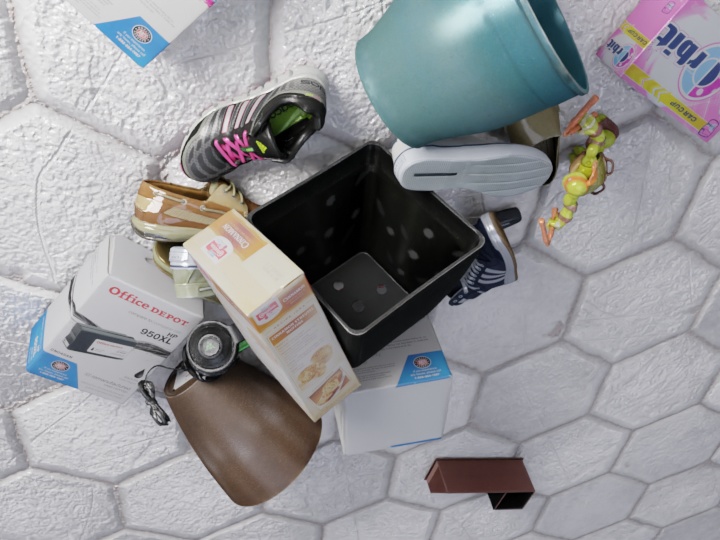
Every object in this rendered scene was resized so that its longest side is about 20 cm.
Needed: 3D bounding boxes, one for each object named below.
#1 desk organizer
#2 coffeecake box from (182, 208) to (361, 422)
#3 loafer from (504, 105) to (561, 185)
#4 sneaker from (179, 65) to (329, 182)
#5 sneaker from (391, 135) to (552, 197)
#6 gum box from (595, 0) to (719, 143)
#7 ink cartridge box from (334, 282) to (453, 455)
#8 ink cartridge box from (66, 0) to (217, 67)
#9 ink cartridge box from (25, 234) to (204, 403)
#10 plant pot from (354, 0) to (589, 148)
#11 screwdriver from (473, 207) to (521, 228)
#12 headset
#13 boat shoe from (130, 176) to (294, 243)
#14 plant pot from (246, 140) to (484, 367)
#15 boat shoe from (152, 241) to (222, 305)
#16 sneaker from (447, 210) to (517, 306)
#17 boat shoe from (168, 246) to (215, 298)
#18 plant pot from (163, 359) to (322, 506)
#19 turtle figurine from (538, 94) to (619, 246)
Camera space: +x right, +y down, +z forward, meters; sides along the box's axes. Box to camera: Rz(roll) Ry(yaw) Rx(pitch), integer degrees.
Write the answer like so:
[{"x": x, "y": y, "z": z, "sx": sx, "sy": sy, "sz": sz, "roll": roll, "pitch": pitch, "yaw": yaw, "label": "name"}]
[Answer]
[{"x": 0.236, "y": 0.423, "z": 1.415, "sx": 0.199, "sy": 0.077, "sz": 0.072, "roll": 5, "pitch": 129, "yaw": -19, "label": "desk organizer"}, {"x": -0.096, "y": 0.052, "z": 0.801, "sx": 0.073, "sy": 0.153, "sz": 0.200, "roll": -37, "pitch": 136, "yaw": -14, "label": "coffeecake box"}, {"x": 0.212, "y": -0.185, "z": 0.878, "sx": 0.076, "sy": 0.068, "sz": 0.200, "roll": -25, "pitch": 132, "yaw": 8, "label": "loafer"}, {"x": -0.119, "y": -0.152, "z": 0.804, "sx": 0.199, "sy": 0.088, "sz": 0.074, "roll": -28, "pitch": 132, "yaw": 10, "label": "sneaker"}, {"x": 0.132, "y": -0.136, "z": 0.847, "sx": 0.199, "sy": 0.071, "sz": 0.073, "roll": 2, "pitch": 139, "yaw": -19, "label": "sneaker"}, {"x": 0.401, "y": -0.250, "z": 0.872, "sx": 0.199, "sy": 0.066, "sz": 0.114, "roll": 22, "pitch": 121, "yaw": -30, "label": "gum box"}, {"x": 0.027, "y": 0.128, "z": 1.015, "sx": 0.146, "sy": 0.201, "sz": 0.145, "roll": -8, "pitch": 134, "yaw": -9, "label": "ink cartridge box"}, {"x": -0.178, "y": -0.304, "z": 0.667, "sx": 0.200, "sy": 0.067, "sz": 0.116, "roll": -35, "pitch": 131, "yaw": 16, "label": "ink cartridge box"}, {"x": -0.322, "y": 0.069, "z": 0.946, "sx": 0.144, "sy": 0.084, "sz": 0.200, "roll": 30, "pitch": 117, "yaw": -35, "label": "ink cartridge box"}, {"x": 0.103, "y": -0.228, "z": 0.738, "sx": 0.187, "sy": 0.201, "sz": 0.200, "roll": -25, "pitch": 134, "yaw": 28, "label": "plant pot"}, {"x": 0.130, "y": -0.048, "z": 1.001, "sx": 0.199, "sy": 0.028, "sz": 0.029, "roll": -18, "pitch": 162, "yaw": -3, "label": "screwdriver"}, {"x": -0.192, "y": 0.120, "z": 0.940, "sx": 0.199, "sy": 0.094, "sz": 0.124, "roll": -25, "pitch": 172, "yaw": -25, "label": "headset"}, {"x": -0.173, "y": -0.074, "z": 0.869, "sx": 0.199, "sy": 0.076, "sz": 0.074, "roll": 0, "pitch": 111, "yaw": -23, "label": "boat shoe"}, {"x": 0.000, "y": 0.000, "z": 0.879, "sx": 0.199, "sy": 0.200, "sz": 0.178, "roll": -34, "pitch": 156, "yaw": -24, "label": "plant pot"}, {"x": -0.192, "y": 0.014, "z": 0.946, "sx": 0.063, "sy": 0.074, "sz": 0.200, "roll": -34, "pitch": 142, "yaw": 32, "label": "boat shoe"}, {"x": 0.154, "y": -0.010, "z": 0.985, "sx": 0.108, "sy": 0.070, "sz": 0.200, "roll": -21, "pitch": 158, "yaw": 8, "label": "sneaker"}, {"x": -0.159, "y": 0.001, "z": 0.894, "sx": 0.200, "sy": 0.072, "sz": 0.062, "roll": -1, "pitch": 97, "yaw": -54, "label": "boat shoe"}, {"x": -0.190, "y": 0.213, "z": 1.065, "sx": 0.186, "sy": 0.187, "sz": 0.200, "roll": -33, "pitch": 116, "yaw": 14, "label": "plant pot"}, {"x": 0.280, "y": -0.135, "z": 0.881, "sx": 0.064, "sy": 0.161, "sz": 0.201, "roll": 18, "pitch": 127, "yaw": 18, "label": "turtle figurine"}]
